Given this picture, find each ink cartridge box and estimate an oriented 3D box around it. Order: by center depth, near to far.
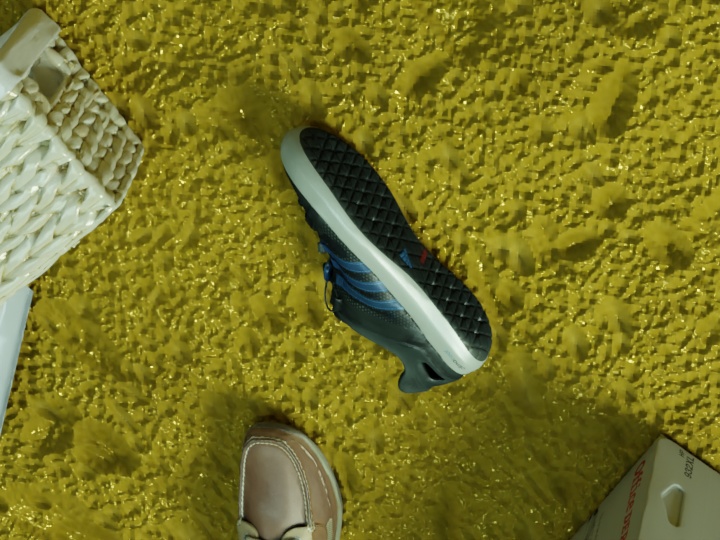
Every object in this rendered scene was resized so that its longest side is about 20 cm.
[{"bbox_3d":[0.168,0.231,1.158,0.084,0.145,0.200,33,120,-2],"label":"ink cartridge box"}]

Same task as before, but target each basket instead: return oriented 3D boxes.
[{"bbox_3d":[-0.252,-0.052,1.139,0.200,0.136,0.123,-36,108,17],"label":"basket"}]

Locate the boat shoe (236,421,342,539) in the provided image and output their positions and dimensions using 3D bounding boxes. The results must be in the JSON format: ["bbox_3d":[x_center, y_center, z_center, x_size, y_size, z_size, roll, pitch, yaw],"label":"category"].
[{"bbox_3d":[-0.053,0.204,1.255,0.075,0.072,0.201,-1,115,17],"label":"boat shoe"}]

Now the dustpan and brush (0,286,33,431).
[{"bbox_3d":[-0.339,0.035,1.276,0.199,0.057,0.140,17,108,1],"label":"dustpan and brush"}]

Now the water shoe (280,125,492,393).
[{"bbox_3d":[0.000,0.000,1.137,0.079,0.072,0.200,-33,102,30],"label":"water shoe"}]
